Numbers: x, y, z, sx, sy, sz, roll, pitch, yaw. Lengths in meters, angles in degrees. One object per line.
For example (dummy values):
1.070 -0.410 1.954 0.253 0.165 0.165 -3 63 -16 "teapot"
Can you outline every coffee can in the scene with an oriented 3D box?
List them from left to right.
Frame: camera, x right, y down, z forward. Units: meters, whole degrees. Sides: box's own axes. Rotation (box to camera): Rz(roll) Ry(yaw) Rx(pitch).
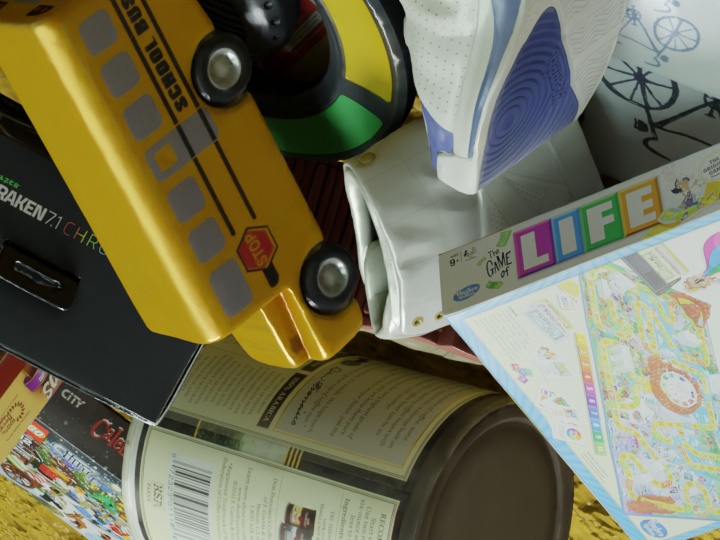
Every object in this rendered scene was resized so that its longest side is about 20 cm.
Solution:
-0.007 0.117 1.266 0.199 0.147 0.147 14 146 37 "coffee can"

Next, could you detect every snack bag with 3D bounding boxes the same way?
0.165 -0.061 0.925 0.188 0.021 0.200 27 152 16 "snack bag"

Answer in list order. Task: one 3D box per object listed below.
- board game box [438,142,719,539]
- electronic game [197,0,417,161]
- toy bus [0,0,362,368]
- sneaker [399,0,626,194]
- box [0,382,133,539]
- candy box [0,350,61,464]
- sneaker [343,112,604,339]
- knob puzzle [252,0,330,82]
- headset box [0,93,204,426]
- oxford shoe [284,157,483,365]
0.137 0.038 0.993 0.134 0.034 0.200 -21 136 20 "board game box"
-0.063 -0.120 0.999 0.199 0.042 0.200 27 152 15 "electronic game"
-0.075 -0.041 0.992 0.065 0.078 0.201 11 135 51 "toy bus"
0.034 -0.138 0.881 0.115 0.080 0.200 36 145 33 "sneaker"
-0.161 0.155 1.615 0.200 0.038 0.137 37 153 -3 "box"
-0.281 0.052 1.504 0.199 0.117 0.057 10 144 39 "candy box"
0.059 0.006 1.032 0.200 0.115 0.074 63 174 -34 "sneaker"
-0.074 -0.155 1.036 0.219 0.031 0.220 27 152 16 "knob puzzle"
-0.160 -0.019 1.158 0.174 0.093 0.200 29 -176 -16 "headset box"
0.000 0.000 1.120 0.199 0.071 0.075 27 167 -16 "oxford shoe"
